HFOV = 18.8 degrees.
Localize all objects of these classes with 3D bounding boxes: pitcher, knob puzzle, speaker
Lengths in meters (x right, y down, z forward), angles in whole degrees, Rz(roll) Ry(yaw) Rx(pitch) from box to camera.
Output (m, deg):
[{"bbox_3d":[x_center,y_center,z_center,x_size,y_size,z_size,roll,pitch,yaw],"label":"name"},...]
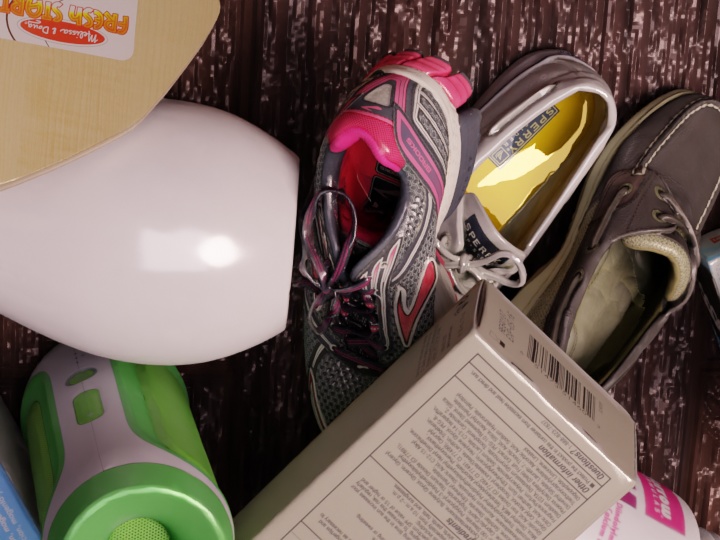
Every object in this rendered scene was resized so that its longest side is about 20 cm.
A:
[{"bbox_3d":[-0.127,-0.046,0.999,0.199,0.121,0.173,6,91,-3],"label":"pitcher"},{"bbox_3d":[-0.161,-0.124,0.959,0.218,0.030,0.221,6,69,-17],"label":"knob puzzle"},{"bbox_3d":[-0.109,0.093,0.992,0.088,0.200,0.089,-4,108,-11],"label":"speaker"}]

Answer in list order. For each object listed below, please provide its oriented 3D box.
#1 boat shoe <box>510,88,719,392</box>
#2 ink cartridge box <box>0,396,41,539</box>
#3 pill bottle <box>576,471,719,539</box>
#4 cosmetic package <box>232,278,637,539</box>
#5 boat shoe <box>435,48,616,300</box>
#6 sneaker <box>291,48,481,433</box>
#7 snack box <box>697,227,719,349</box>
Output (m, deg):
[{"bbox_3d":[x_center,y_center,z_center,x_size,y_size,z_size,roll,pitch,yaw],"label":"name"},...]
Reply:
[{"bbox_3d":[0.134,-0.005,1.052,0.072,0.066,0.201,49,66,-28],"label":"boat shoe"},{"bbox_3d":[-0.249,0.132,1.018,0.199,0.115,0.068,-28,111,-3],"label":"ink cartridge box"},{"bbox_3d":[0.099,0.142,1.101,0.199,0.113,0.114,30,99,-20],"label":"pill bottle"},{"bbox_3d":[0.020,0.113,0.979,0.104,0.073,0.200,44,109,-8],"label":"cosmetic package"},{"bbox_3d":[0.054,-0.016,1.055,0.075,0.086,0.202,42,94,-20],"label":"boat shoe"},{"bbox_3d":[0.000,0.000,0.996,0.080,0.075,0.201,16,121,20],"label":"sneaker"},{"bbox_3d":[0.257,0.055,1.149,0.116,0.037,0.201,-22,111,-4],"label":"snack box"}]
